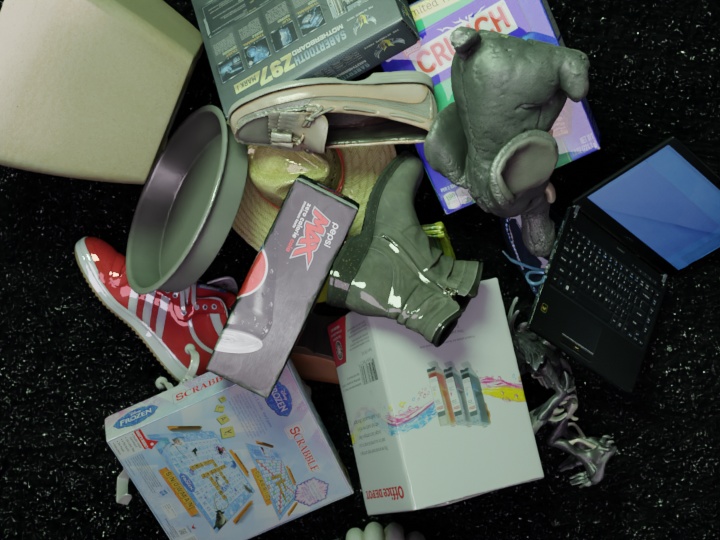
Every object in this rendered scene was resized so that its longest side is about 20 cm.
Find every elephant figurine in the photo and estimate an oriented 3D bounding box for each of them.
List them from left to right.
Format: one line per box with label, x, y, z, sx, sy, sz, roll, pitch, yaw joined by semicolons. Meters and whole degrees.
elephant figurine;0.132;-0.110;1.171;0.153;0.142;0.202;12;103;-2

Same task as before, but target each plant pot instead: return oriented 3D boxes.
plant pot;-0.260;-0.194;1.261;0.175;0.200;0.202;21;107;-8

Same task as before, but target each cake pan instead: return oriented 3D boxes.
cake pan;-0.173;-0.066;1.286;0.036;0.201;0.201;23;109;-29

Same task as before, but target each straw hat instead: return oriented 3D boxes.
straw hat;-0.067;-0.103;1.277;0.199;0.085;0.204;-1;84;12

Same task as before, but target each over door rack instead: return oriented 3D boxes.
over door rack;-0.161;0.175;1.380;0.147;0.067;0.201;19;116;-24

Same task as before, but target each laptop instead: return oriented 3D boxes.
laptop;0.277;0.002;1.238;0.177;0.103;0.202;31;74;-36

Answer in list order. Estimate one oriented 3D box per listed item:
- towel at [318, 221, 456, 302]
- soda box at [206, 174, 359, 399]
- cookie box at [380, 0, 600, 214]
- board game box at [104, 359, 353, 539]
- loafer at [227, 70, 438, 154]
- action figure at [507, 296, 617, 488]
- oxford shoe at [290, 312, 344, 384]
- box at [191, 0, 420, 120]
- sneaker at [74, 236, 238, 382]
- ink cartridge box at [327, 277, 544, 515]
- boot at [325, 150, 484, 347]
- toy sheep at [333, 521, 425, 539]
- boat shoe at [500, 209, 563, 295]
towel;0.000;0.000;1.337;0.198;0.018;0.086;-12;142;10
soda box;-0.073;0.014;1.215;0.070;0.063;0.202;25;97;-3
cookie box;0.123;-0.184;1.266;0.170;0.075;0.202;-22;100;14
board game box;-0.132;0.193;1.332;0.198;0.041;0.201;-23;125;0
loafer;-0.023;-0.140;1.201;0.198;0.072;0.063;-9;64;-5
action figure;0.182;0.132;1.324;0.101;0.119;0.201;-32;105;8
oxford shoe;-0.021;0.093;1.374;0.198;0.072;0.072;17;138;-2
box;-0.057;-0.246;1.242;0.199;0.051;0.159;-27;63;16
sneaker;-0.203;0.019;1.364;0.112;0.071;0.200;-36;105;18
ink cartridge box;0.070;0.128;1.267;0.143;0.145;0.202;-9;82;-20
boot;0.058;-0.017;1.211;0.129;0.201;0.068;20;142;9
toy sheep;0.014;0.336;1.388;0.197;0.138;0.140;-2;105;1
boat shoe;0.216;0.013;1.310;0.084;0.069;0.200;-39;97;15
